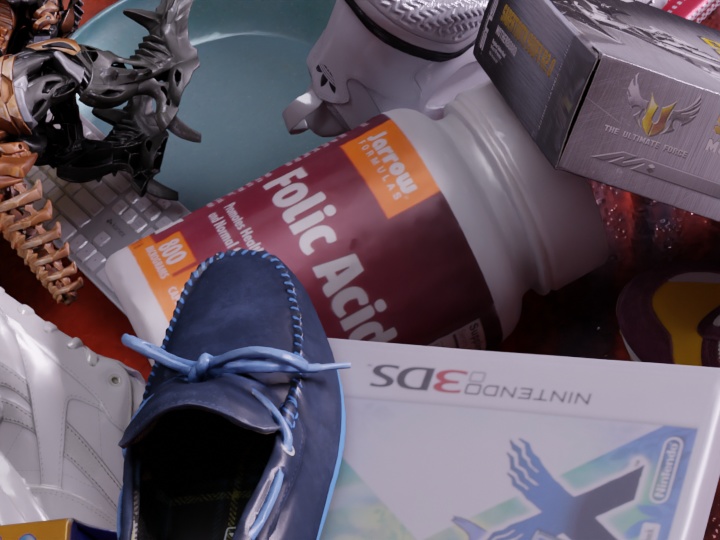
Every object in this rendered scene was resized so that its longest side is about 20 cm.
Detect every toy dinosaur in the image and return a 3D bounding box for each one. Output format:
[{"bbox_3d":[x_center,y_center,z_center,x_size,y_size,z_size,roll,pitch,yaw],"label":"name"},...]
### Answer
[{"bbox_3d":[-0.150,-0.075,0.990,0.135,0.102,0.201,-2,80,-22],"label":"toy dinosaur"}]

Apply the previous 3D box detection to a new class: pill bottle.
[{"bbox_3d":[0.000,0.000,0.941,0.199,0.114,0.114,-28,46,-6],"label":"pill bottle"}]

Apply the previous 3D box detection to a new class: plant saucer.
[{"bbox_3d":[-0.078,-0.077,1.094,0.199,0.036,0.201,-10,48,11],"label":"plant saucer"}]

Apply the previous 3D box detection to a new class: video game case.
[{"bbox_3d":[0.019,0.110,0.729,0.181,0.022,0.201,3,53,26],"label":"video game case"}]

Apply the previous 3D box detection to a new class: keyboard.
[{"bbox_3d":[-0.142,-0.044,1.056,0.056,0.011,0.200,-37,48,-14],"label":"keyboard"}]

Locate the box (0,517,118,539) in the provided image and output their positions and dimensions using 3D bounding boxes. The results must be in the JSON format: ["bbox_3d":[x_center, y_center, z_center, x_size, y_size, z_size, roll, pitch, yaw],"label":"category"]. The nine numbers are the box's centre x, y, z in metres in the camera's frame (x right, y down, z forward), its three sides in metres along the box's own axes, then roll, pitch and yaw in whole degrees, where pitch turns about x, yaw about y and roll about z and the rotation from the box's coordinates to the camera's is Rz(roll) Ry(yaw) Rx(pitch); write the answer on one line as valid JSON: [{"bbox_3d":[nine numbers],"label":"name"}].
[{"bbox_3d":[-0.148,0.136,0.816,0.199,0.119,0.042,-7,63,22],"label":"box"}]

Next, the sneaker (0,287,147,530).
[{"bbox_3d":[-0.149,0.049,0.939,0.099,0.075,0.201,-27,88,-19],"label":"sneaker"}]

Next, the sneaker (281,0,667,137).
[{"bbox_3d":[0.051,-0.110,1.016,0.199,0.115,0.075,-11,59,-42],"label":"sneaker"}]

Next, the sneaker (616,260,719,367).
[{"bbox_3d":[0.185,0.028,0.866,0.199,0.090,0.075,26,62,35],"label":"sneaker"}]

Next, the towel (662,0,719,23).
[{"bbox_3d":[0.111,-0.173,1.123,0.145,0.023,0.200,-42,50,-18],"label":"towel"}]

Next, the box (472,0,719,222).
[{"bbox_3d":[0.156,-0.058,0.871,0.199,0.049,0.159,17,17,-14],"label":"box"}]

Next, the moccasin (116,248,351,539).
[{"bbox_3d":[-0.044,0.063,0.734,0.080,0.068,0.201,-14,46,12],"label":"moccasin"}]
